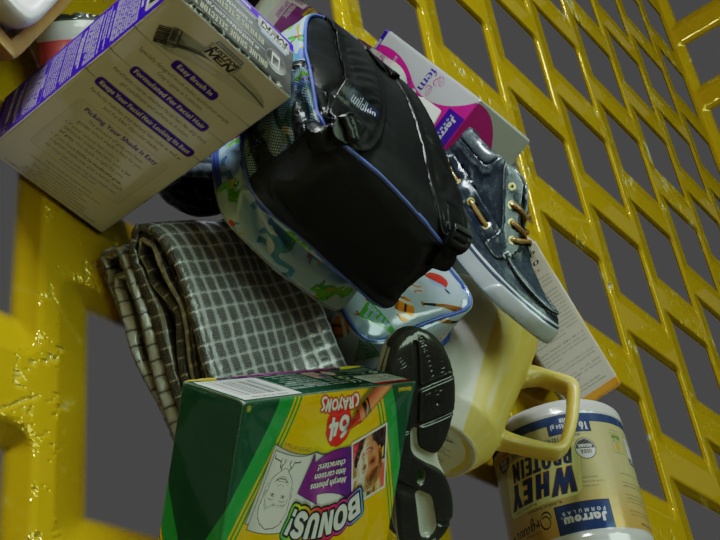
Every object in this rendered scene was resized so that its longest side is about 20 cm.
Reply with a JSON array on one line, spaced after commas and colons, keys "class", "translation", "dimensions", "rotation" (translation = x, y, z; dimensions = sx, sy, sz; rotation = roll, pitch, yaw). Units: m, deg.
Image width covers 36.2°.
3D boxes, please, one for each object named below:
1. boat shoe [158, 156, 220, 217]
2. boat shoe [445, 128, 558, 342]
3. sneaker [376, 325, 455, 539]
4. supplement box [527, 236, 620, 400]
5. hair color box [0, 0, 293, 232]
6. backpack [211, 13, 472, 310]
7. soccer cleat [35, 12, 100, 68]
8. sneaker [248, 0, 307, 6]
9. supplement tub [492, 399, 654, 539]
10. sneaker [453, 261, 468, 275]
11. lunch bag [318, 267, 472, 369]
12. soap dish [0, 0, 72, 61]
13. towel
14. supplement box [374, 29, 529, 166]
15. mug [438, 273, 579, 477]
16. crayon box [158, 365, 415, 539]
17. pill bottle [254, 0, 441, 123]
[{"class": "boat shoe", "translation": [-0.115, -0.086, 0.937], "dimensions": [0.199, 0.071, 0.092], "rotation": [11, 50, -55]}, {"class": "boat shoe", "translation": [0.129, -0.035, 0.992], "dimensions": [0.201, 0.091, 0.071], "rotation": [51, 12, 20]}, {"class": "sneaker", "translation": [0.017, 0.125, 0.914], "dimensions": [0.075, 0.115, 0.203], "rotation": [-18, 119, -29]}, {"class": "supplement box", "translation": [0.222, 0.058, 1.329], "dimensions": [0.201, 0.073, 0.126], "rotation": [57, 3, -9]}, {"class": "hair color box", "translation": [-0.154, -0.122, 0.776], "dimensions": [0.109, 0.199, 0.065], "rotation": [39, 36, -34]}, {"class": "backpack", "translation": [-0.025, -0.086, 0.848], "dimensions": [0.183, 0.146, 0.201], "rotation": [38, 29, -37]}, {"class": "soccer cleat", "translation": [-0.194, -0.165, 0.909], "dimensions": [0.200, 0.067, 0.074], "rotation": [-14, 103, -67]}, {"class": "sneaker", "translation": [-0.077, -0.273, 1.179], "dimensions": [0.202, 0.073, 0.081], "rotation": [62, 25, -3]}, {"class": "supplement tub", "translation": [0.218, 0.249, 1.123], "dimensions": [0.144, 0.144, 0.202], "rotation": [30, 41, -44]}, {"class": "sneaker", "translation": [0.119, 0.023, 1.205], "dimensions": [0.075, 0.087, 0.202], "rotation": [59, 23, -43]}, {"class": "lunch bag", "translation": [0.000, 0.000, 0.972], "dimensions": [0.159, 0.076, 0.201], "rotation": [-16, 60, -40]}, {"class": "soap dish", "translation": [-0.291, -0.257, 0.785], "dimensions": [0.200, 0.081, 0.158], "rotation": [49, 36, -23]}, {"class": "towel", "translation": [-0.092, 0.057, 0.843], "dimensions": [0.165, 0.085, 0.202], "rotation": [-8, 72, -59]}, {"class": "supplement box", "translation": [0.077, -0.167, 1.219], "dimensions": [0.103, 0.102, 0.200], "rotation": [30, 12, -44]}, {"class": "mug", "translation": [0.099, 0.107, 1.032], "dimensions": [0.154, 0.184, 0.150], "rotation": [-69, 143, -45]}, {"class": "crayon box", "translation": [-0.048, 0.160, 0.755], "dimensions": [0.199, 0.058, 0.175], "rotation": [2, 99, -55]}, {"class": "pill bottle", "translation": [-0.026, -0.172, 1.060], "dimensions": [0.199, 0.113, 0.113], "rotation": [32, 32, -2]}]
